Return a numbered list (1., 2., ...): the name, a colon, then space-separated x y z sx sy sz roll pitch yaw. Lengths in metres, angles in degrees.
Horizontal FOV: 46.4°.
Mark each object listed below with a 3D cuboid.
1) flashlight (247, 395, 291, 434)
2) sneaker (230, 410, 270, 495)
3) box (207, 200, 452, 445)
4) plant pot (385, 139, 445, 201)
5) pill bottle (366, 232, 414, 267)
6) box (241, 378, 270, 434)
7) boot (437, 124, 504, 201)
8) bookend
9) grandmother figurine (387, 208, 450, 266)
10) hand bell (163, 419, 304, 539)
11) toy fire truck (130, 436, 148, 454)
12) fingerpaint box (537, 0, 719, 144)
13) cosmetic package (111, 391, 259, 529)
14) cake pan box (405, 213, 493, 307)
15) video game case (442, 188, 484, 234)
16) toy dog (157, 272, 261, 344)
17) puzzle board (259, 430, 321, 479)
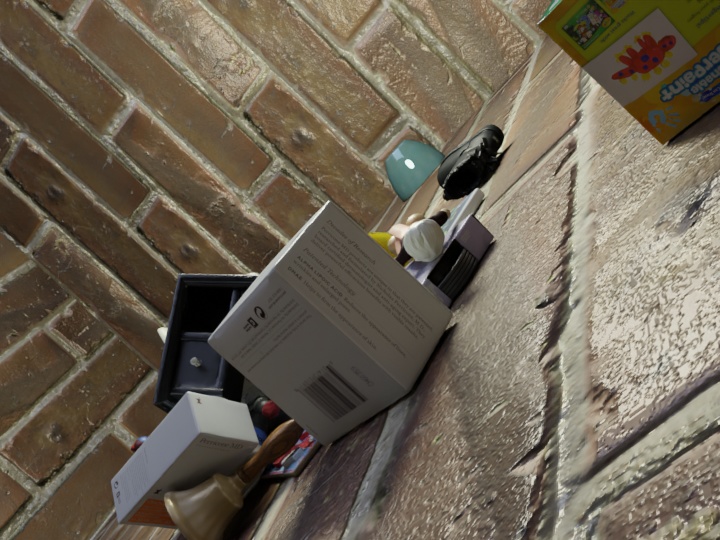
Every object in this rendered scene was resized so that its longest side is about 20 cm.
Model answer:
1. flashlight: -0.119 0.194 1.243 0.200 0.067 0.068 -34 46 56
2. sneaker: -0.197 0.286 1.230 0.200 0.076 0.112 -50 17 28
3. box: -0.038 0.067 0.974 0.199 0.200 0.131 -42 8 48
4. plant pot: 0.158 -0.343 2.722 0.200 0.135 0.200 -47 5 6
5. pill bottle: 0.000 0.000 1.256 0.112 0.113 0.199 -45 -20 25
6. box: -0.164 0.215 1.408 0.200 0.115 0.132 -51 9 -30
7. boot: 0.199 -0.189 1.644 0.198 0.073 0.163 -43 11 43
8. bookend: -0.180 0.115 1.233 0.092 0.196 0.202 63 -148 -64
9. grandmother figurine: 0.073 -0.041 1.120 0.122 0.060 0.200 -56 3 -2
10. hand bell: -0.145 0.258 1.081 0.200 0.104 0.104 -43 5 -2
11. toy fire truck: -0.329 0.353 1.450 0.112 0.168 0.200 -49 5 -19
12. fingerpaint box: 0.285 -0.237 0.725 0.200 0.166 0.074 -44 9 46
13. cosmetic package: -0.238 0.260 1.131 0.200 0.101 0.072 -48 45 22
14. cake pan box: 0.077 0.032 1.123 0.185 0.052 0.200 -55 8 -37
15. video game case: 0.117 -0.036 1.422 0.182 0.023 0.200 -43 8 46
16. toy dog: -0.208 0.088 1.367 0.200 0.140 0.194 -46 23 -6
17. puzzle board: -0.073 0.220 1.155 0.151 0.017 0.200 -51 6 -24
